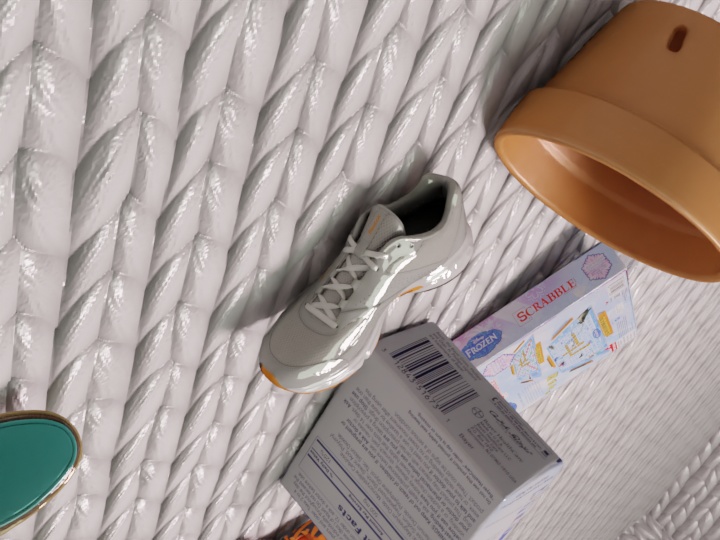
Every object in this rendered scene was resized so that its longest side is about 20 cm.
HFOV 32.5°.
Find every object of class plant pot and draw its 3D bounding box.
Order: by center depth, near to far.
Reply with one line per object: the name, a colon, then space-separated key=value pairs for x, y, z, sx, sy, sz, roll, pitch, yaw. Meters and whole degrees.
plant pot: x=0.219 y=-0.102 z=0.917 sx=0.141 sy=0.199 sz=0.200 roll=-57 pitch=158 yaw=-6

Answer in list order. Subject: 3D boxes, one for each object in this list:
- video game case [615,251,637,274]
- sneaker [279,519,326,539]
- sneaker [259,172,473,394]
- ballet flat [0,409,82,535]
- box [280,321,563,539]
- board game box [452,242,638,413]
video game case: x=0.236 y=0.045 z=1.401 sx=0.181 sy=0.023 sz=0.201 roll=-29 pitch=154 yaw=-32
sneaker: x=-0.075 y=0.304 z=1.269 sx=0.199 sy=0.078 sz=0.112 roll=-34 pitch=157 yaw=-20
sneaker: x=0.000 y=0.000 z=0.883 sx=0.200 sy=0.075 sz=0.092 roll=-43 pitch=151 yaw=-21
ballet flat: x=-0.259 y=0.144 z=0.726 sx=0.199 sy=0.069 sz=0.063 roll=-30 pitch=-178 yaw=-23
box: x=0.051 y=0.186 z=1.133 sx=0.104 sy=0.184 sz=0.201 roll=-17 pitch=147 yaw=-48
board game box: x=0.195 y=0.075 z=1.303 sx=0.198 sy=0.041 sz=0.200 roll=-33 pitch=152 yaw=0
